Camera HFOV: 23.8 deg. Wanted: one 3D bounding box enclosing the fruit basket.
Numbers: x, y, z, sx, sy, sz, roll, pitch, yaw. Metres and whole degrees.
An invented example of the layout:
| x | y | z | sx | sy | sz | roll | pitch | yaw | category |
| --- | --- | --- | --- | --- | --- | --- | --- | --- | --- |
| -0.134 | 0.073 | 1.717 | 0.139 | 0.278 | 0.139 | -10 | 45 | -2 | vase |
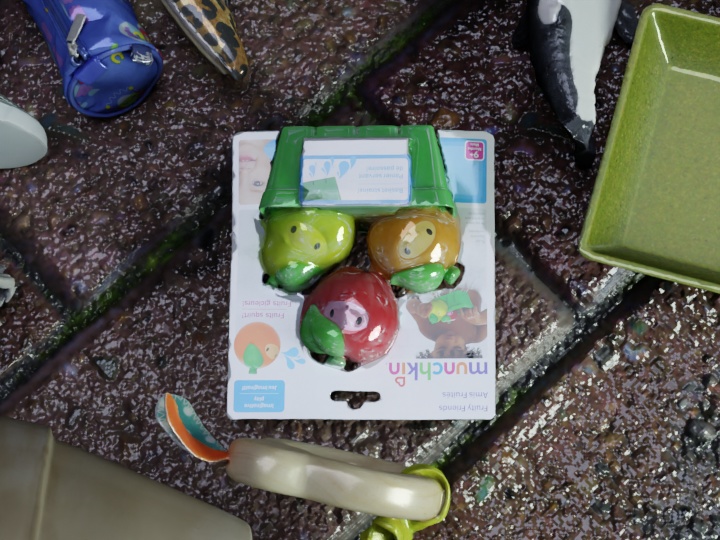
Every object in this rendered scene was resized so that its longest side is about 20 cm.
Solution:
| x | y | z | sx | sy | sz | roll | pitch | yaw | category |
| --- | --- | --- | --- | --- | --- | --- | --- | --- | --- |
| 0.000 | 0.000 | 1.157 | 0.184 | 0.094 | 0.202 | 0 | 73 | 4 | fruit basket |

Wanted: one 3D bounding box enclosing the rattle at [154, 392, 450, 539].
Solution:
| x | y | z | sx | sy | sz | roll | pitch | yaw | category |
| --- | --- | --- | --- | --- | --- | --- | --- | --- | --- |
| -0.050 | 0.164 | 1.072 | 0.199 | 0.130 | 0.144 | 12 | 105 | -31 | rattle |

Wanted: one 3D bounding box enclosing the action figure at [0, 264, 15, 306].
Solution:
| x | y | z | sx | sy | sz | roll | pitch | yaw | category |
| --- | --- | --- | --- | --- | --- | --- | --- | --- | --- |
| -0.305 | 0.023 | 1.156 | 0.118 | 0.102 | 0.202 | -1 | 96 | 14 | action figure |

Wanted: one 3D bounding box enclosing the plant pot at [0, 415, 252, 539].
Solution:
| x | y | z | sx | sy | sz | roll | pitch | yaw | category |
| --- | --- | --- | --- | --- | --- | --- | --- | --- | --- |
| -0.162 | 0.203 | 1.059 | 0.172 | 0.200 | 0.201 | 11 | 70 | -10 | plant pot |

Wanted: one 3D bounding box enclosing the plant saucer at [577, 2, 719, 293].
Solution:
| x | y | z | sx | sy | sz | roll | pitch | yaw | category |
| --- | --- | --- | --- | --- | --- | --- | --- | --- | --- |
| 0.269 | -0.068 | 1.184 | 0.198 | 0.048 | 0.201 | 15 | 72 | 9 | plant saucer |

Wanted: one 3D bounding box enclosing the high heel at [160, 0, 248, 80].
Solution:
| x | y | z | sx | sy | sz | roll | pitch | yaw | category |
| --- | --- | --- | --- | --- | --- | --- | --- | --- | --- |
| -0.090 | -0.240 | 1.257 | 0.142 | 0.071 | 0.201 | -32 | 62 | -1 | high heel |

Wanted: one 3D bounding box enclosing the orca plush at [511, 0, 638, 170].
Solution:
| x | y | z | sx | sy | sz | roll | pitch | yaw | category |
| --- | --- | --- | --- | --- | --- | --- | --- | --- | --- |
| 0.146 | -0.167 | 1.235 | 0.105 | 0.071 | 0.202 | 10 | 69 | -40 | orca plush |

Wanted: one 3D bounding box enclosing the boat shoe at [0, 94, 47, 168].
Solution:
| x | y | z | sx | sy | sz | roll | pitch | yaw | category |
| --- | --- | --- | --- | --- | --- | --- | --- | --- | --- |
| -0.298 | -0.125 | 1.178 | 0.068 | 0.199 | 0.057 | -24 | 61 | 33 | boat shoe |

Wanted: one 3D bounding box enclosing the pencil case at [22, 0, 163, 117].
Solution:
| x | y | z | sx | sy | sz | roll | pitch | yaw | category |
| --- | --- | --- | --- | --- | --- | --- | --- | --- | --- |
| -0.215 | -0.208 | 1.251 | 0.078 | 0.087 | 0.201 | -34 | 69 | 15 | pencil case |
